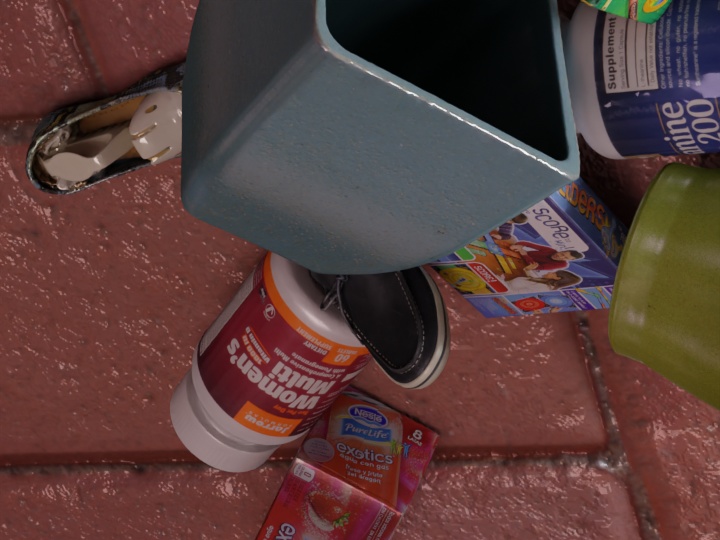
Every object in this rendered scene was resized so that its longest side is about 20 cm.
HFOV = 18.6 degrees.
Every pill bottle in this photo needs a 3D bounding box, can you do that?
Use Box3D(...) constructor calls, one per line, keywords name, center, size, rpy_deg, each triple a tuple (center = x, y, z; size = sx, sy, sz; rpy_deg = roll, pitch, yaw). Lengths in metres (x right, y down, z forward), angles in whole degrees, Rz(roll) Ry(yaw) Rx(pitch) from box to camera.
Box3D(name="pill bottle", center=(-0.059, 0.061, 1.639), size=(0.109, 0.110, 0.200), rpy_deg=(36, 130, -5))
Box3D(name="pill bottle", center=(0.197, -0.128, 1.386), size=(0.200, 0.111, 0.111), rpy_deg=(-3, 123, 26))

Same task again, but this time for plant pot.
Box3D(name="plant pot", center=(0.269, 0.017, 1.406), size=(0.192, 0.200, 0.201), rpy_deg=(18, 130, 18))
Box3D(name="plant pot", center=(-0.011, -0.109, 1.347), size=(0.196, 0.197, 0.200), rpy_deg=(25, 132, -30))

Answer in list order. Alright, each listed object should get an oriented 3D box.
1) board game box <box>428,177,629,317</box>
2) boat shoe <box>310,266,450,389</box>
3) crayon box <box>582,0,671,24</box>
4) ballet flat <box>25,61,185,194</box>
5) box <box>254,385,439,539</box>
Box3D(name="board game box", center=(0.101, -0.028, 1.487), size=(0.135, 0.035, 0.200), rpy_deg=(-5, 151, 31))
Box3D(name="boat shoe", center=(0.000, 0.000, 1.523), size=(0.062, 0.200, 0.075), rpy_deg=(10, 133, -44))
Box3D(name="crayon box", center=(0.096, -0.227, 1.310), size=(0.200, 0.119, 0.058), rpy_deg=(38, 105, 19))
Box3D(name="ballet flat", center=(-0.163, -0.097, 1.595), size=(0.200, 0.074, 0.074), rpy_deg=(-19, 115, 33))
Box3D(name="box", center=(-0.024, 0.200, 1.732), size=(0.095, 0.100, 0.200), rpy_deg=(27, 130, 3))
